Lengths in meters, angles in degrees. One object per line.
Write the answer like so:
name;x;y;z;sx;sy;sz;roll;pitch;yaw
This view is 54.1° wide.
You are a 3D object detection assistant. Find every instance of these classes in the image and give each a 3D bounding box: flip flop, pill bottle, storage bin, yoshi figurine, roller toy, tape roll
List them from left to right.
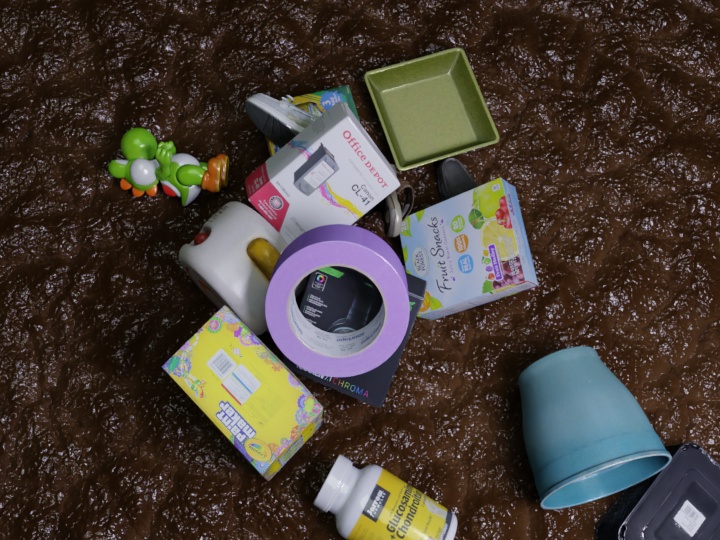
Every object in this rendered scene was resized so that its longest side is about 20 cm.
yoshi figurine;-0.325;-0.190;1.190;0.195;0.113;0.114;5;56;0
roller toy;-0.177;-0.008;1.092;0.181;0.201;0.140;38;73;22
tape roll;-0.031;0.043;0.972;0.195;0.066;0.205;0;114;0
pill bottle;0.034;0.358;1.031;0.197;0.112;0.113;30;72;5
flip flop;0.062;-0.116;1.160;0.056;0.201;0.083;-4;115;0
storage bin;0.472;0.377;1.066;0.135;0.094;0.200;44;75;10

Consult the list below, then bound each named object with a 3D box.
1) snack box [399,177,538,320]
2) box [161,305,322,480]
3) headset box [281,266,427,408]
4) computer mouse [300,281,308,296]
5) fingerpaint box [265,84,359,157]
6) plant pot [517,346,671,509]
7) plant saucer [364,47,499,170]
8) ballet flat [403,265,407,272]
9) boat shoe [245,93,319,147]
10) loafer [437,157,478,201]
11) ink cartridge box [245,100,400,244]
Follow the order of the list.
snack box;0.167;-0.029;1.134;0.197;0.067;0.173;-22;69;31
box;-0.163;0.186;1.029;0.200;0.193;0.122;43;74;11
headset box;-0.006;0.074;1.078;0.171;0.093;0.204;22;108;3
computer mouse;-0.006;0.027;1.144;0.195;0.059;0.035;2;56;9
fingerpaint box;-0.073;-0.201;1.221;0.163;0.074;0.204;-13;74;-8
plant pot;0.328;0.229;1.062;0.195;0.202;0.191;-13;58;-8
plant saucer;0.125;-0.284;1.275;0.195;0.048;0.204;-17;75;-9
ballet flat;0.000;0.000;1.168;0.195;0.062;0.069;12;73;0
boat shoe;-0.094;-0.236;1.157;0.199;0.075;0.066;26;66;0
loafer;0.192;-0.111;1.212;0.071;0.072;0.203;-23;75;-11
ink cartridge box;-0.059;-0.137;1.096;0.199;0.086;0.148;-37;119;11
